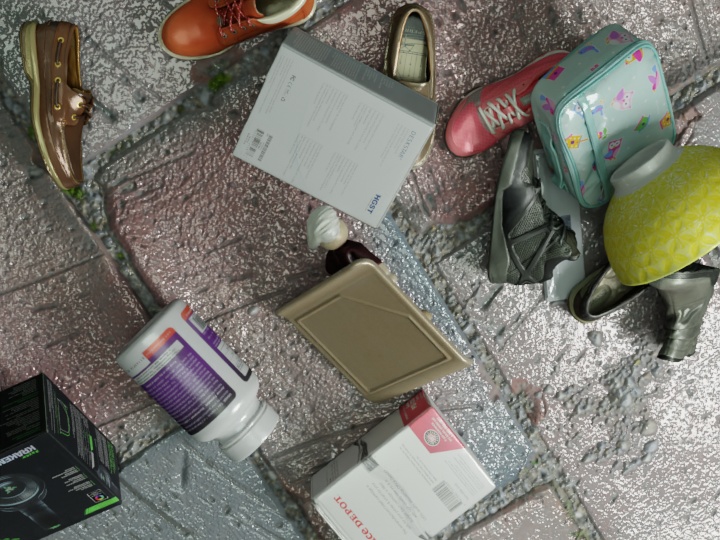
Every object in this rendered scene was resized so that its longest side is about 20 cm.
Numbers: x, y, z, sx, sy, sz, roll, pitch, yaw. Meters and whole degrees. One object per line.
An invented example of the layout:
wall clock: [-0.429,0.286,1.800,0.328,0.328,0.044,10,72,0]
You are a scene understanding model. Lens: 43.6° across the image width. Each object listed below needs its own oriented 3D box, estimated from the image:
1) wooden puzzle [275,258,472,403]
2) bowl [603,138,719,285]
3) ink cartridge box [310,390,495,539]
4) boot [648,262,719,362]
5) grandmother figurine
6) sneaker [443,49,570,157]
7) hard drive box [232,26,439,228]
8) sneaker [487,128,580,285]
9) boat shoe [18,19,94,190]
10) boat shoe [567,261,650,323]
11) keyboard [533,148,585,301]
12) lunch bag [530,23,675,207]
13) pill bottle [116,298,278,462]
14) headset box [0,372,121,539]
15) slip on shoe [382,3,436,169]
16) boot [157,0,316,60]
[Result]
wooden puzzle: [0.016,0.077,1.119,0.200,0.037,0.185,42,138,-17]
bowl: [0.354,-0.087,1.044,0.200,0.200,0.108,-38,96,3]
ink cartridge box: [0.052,0.280,1.186,0.199,0.085,0.146,-38,100,1]
boot: [0.400,0.055,1.128,0.067,0.199,0.132,15,97,35]
grandmother figurine: [0.000,0.000,1.123,0.200,0.121,0.061,51,51,-24]
sneaker: [0.189,-0.211,1.108,0.199,0.087,0.074,-34,99,2]
hard drive box: [-0.029,-0.168,1.078,0.199,0.077,0.156,28,119,-6]
sneaker: [0.221,-0.075,1.120,0.113,0.076,0.201,6,109,15]
boat shoe: [-0.355,-0.199,1.080,0.067,0.072,0.202,-7,98,-1]
boat shoe: [0.357,-0.003,1.164,0.073,0.065,0.200,44,90,-9]
keyboard: [0.261,-0.060,1.180,0.056,0.011,0.202,-9,101,-8]
lunch bag: [0.291,-0.175,1.082,0.160,0.077,0.200,-39,135,-5]
pill bottle: [-0.199,0.142,1.130,0.111,0.111,0.200,-42,100,4]
headset box: [-0.412,0.244,1.103,0.173,0.093,0.201,-23,138,-1]
slip on shoe: [0.062,-0.224,1.108,0.075,0.061,0.202,4,101,-5]
boot: [-0.149,-0.303,1.060,0.198,0.107,0.076,-19,102,1]
